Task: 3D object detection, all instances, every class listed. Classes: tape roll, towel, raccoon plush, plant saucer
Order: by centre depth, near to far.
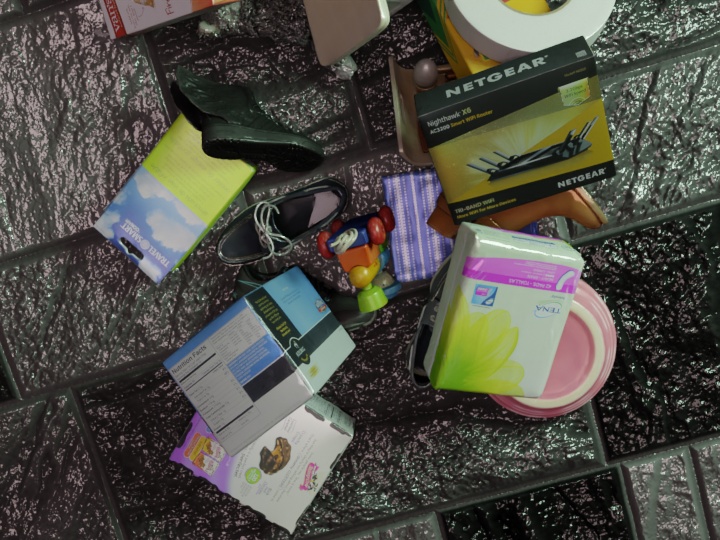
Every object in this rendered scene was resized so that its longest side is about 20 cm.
[{"bbox_3d":[0.192,-0.329,0.940,0.199,0.037,0.207,0,72,-1],"label":"tape roll"},{"bbox_3d":[-0.113,-0.290,1.022,0.133,0.097,0.201,-34,97,16],"label":"raccoon plush"},{"bbox_3d":[0.133,-0.065,1.081,0.196,0.024,0.148,-7,99,4],"label":"towel"},{"bbox_3d":[0.245,0.103,1.092,0.197,0.051,0.204,0,100,2],"label":"plant saucer"}]

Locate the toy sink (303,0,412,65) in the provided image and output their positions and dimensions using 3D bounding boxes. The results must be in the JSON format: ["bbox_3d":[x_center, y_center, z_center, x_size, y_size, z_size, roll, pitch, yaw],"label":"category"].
[{"bbox_3d":[0.006,-0.356,0.951,0.111,0.130,0.204,-13,87,-36],"label":"toy sink"}]

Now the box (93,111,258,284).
[{"bbox_3d":[-0.242,-0.097,1.080,0.122,0.048,0.200,41,99,-4],"label":"box"}]

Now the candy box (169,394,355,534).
[{"bbox_3d":[-0.131,0.229,1.121,0.198,0.072,0.169,32,100,-3],"label":"candy box"}]

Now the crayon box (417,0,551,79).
[{"bbox_3d":[0.156,-0.293,0.974,0.125,0.051,0.202,-23,75,-9],"label":"crayon box"}]

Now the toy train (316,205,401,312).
[{"bbox_3d":[0.000,0.000,1.008,0.083,0.200,0.118,-14,102,16],"label":"toy train"}]

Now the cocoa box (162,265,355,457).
[{"bbox_3d":[-0.111,0.097,0.962,0.133,0.200,0.132,-37,90,16],"label":"cocoa box"}]

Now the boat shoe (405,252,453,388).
[{"bbox_3d":[0.111,0.066,1.058,0.072,0.062,0.202,21,119,-4],"label":"boat shoe"}]

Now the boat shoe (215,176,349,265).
[{"bbox_3d":[-0.104,-0.060,1.073,0.197,0.062,0.076,-21,99,6],"label":"boat shoe"}]

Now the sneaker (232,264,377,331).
[{"bbox_3d":[-0.075,0.037,1.083,0.196,0.075,0.081,4,98,2],"label":"sneaker"}]

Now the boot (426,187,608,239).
[{"bbox_3d":[0.194,-0.068,1.034,0.199,0.074,0.156,36,98,12],"label":"boot"}]

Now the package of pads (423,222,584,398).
[{"bbox_3d":[0.174,0.053,1.001,0.152,0.068,0.203,8,109,-16],"label":"package of pads"}]

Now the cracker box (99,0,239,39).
[{"bbox_3d":[-0.239,-0.363,0.971,0.198,0.057,0.136,-2,109,40],"label":"cracker box"}]

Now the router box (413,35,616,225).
[{"bbox_3d":[0.176,-0.153,0.929,0.197,0.053,0.158,-17,128,12],"label":"router box"}]

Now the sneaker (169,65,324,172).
[{"bbox_3d":[-0.141,-0.192,1.045,0.197,0.060,0.106,5,60,-28],"label":"sneaker"}]

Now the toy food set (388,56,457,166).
[{"bbox_3d":[0.138,-0.214,1.000,0.196,0.061,0.146,-8,64,5],"label":"toy food set"}]
